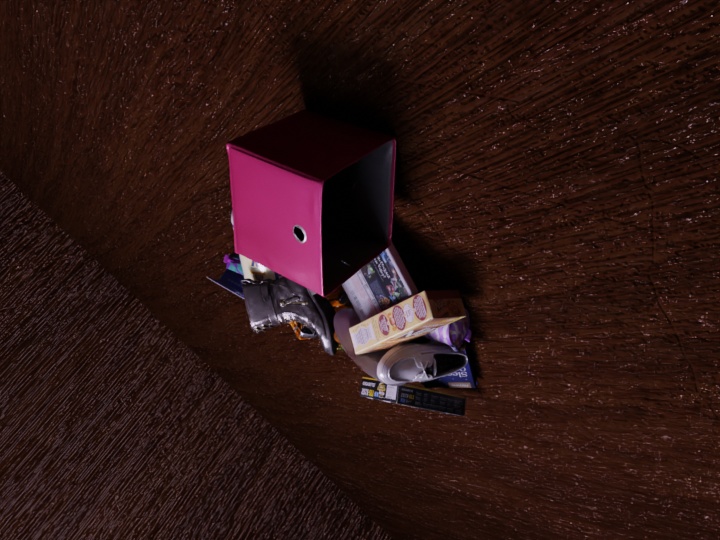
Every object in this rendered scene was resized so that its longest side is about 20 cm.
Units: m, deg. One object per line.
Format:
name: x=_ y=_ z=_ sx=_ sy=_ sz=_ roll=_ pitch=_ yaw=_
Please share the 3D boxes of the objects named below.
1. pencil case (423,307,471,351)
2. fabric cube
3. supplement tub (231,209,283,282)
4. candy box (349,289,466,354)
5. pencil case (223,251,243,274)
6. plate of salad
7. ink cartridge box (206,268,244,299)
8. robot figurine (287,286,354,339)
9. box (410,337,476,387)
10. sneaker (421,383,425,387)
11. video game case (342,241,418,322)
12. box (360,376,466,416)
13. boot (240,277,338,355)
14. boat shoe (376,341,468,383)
pencil case: x=0.131 y=0.093 z=1.356 sx=0.197 sy=0.086 sz=0.085 roll=18 pitch=172 yaw=41
fabric cube: x=-0.076 y=-0.117 z=1.081 sx=0.196 sy=0.199 sz=0.201 roll=23 pitch=129 yaw=28
supplement tub: x=-0.186 y=-0.045 z=1.420 sx=0.142 sy=0.144 sz=0.205 roll=17 pitch=128 yaw=38
candy box: x=0.086 y=0.097 z=1.260 sx=0.197 sy=0.114 sz=0.057 roll=-29 pitch=72 yaw=38
pencil case: x=-0.270 y=-0.014 z=1.718 sx=0.091 sy=0.088 sz=0.198 roll=25 pitch=164 yaw=-32
plate of salad: x=0.019 y=0.159 z=1.368 sx=0.199 sy=0.201 sz=0.048 roll=40 pitch=112 yaw=-3
ink cartridge box: x=-0.223 y=0.056 z=1.554 sx=0.194 sy=0.048 sz=0.199 roll=25 pitch=176 yaw=29
robot figurine: x=-0.078 y=0.092 z=1.469 sx=0.146 sy=0.195 sz=0.059 roll=52 pitch=140 yaw=34
box: x=0.186 y=0.210 z=1.468 sx=0.117 sy=0.033 sz=0.202 roll=-3 pitch=141 yaw=18
sneaker: x=0.094 y=0.216 z=1.599 sx=0.198 sy=0.086 sz=0.078 roll=39 pitch=155 yaw=-2
video game case: x=0.010 y=-0.013 z=1.281 sx=0.181 sy=0.023 sz=0.204 roll=-36 pitch=80 yaw=53
box: x=0.119 y=0.288 z=1.541 sx=0.195 sy=0.051 sz=0.158 roll=17 pitch=166 yaw=-29
boot: x=-0.143 y=0.092 z=1.363 sx=0.170 sy=0.069 sz=0.206 roll=-19 pitch=93 yaw=15
boat shoe: x=0.124 y=0.183 z=1.303 sx=0.195 sy=0.075 sz=0.068 roll=0 pitch=-170 yaw=-34
